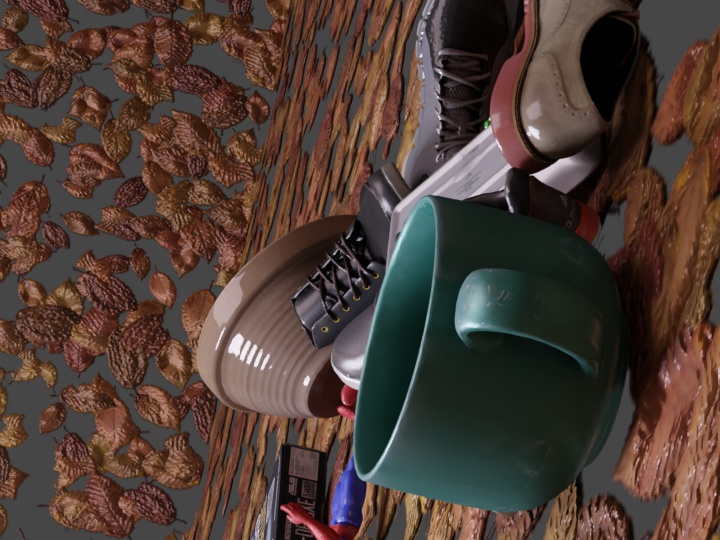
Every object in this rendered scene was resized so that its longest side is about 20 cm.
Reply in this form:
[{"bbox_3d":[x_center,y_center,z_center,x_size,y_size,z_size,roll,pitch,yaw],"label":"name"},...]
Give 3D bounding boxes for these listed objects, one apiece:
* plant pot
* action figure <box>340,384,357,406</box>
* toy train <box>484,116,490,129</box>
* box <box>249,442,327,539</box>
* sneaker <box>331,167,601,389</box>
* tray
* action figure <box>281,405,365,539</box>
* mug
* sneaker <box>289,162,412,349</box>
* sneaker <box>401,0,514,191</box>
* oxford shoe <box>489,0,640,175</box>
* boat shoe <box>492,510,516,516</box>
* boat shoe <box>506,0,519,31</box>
[{"bbox_3d":[-0.032,0.059,1.478,0.093,0.200,0.202,47,135,30],"label":"plant pot"},{"bbox_3d":[0.031,0.068,1.296,0.200,0.065,0.099,113,174,-51],"label":"action figure"},{"bbox_3d":[0.084,-0.012,1.163,0.056,0.041,0.201,-125,48,-65],"label":"toy train"},{"bbox_3d":[-0.077,0.293,1.687,0.201,0.049,0.158,-88,14,-51],"label":"box"},{"bbox_3d":[0.044,-0.003,1.015,0.200,0.082,0.077,-34,28,32],"label":"sneaker"},{"bbox_3d":[0.075,-0.052,1.089,0.200,0.022,0.108,-40,29,38],"label":"tray"},{"bbox_3d":[-0.036,0.189,1.396,0.065,0.098,0.201,115,163,-58],"label":"action figure"},{"bbox_3d":[0.072,0.052,0.884,0.185,0.114,0.153,-104,29,-70],"label":"mug"},{"bbox_3d":[0.000,0.000,1.321,0.075,0.106,0.200,60,168,26],"label":"sneaker"},{"bbox_3d":[0.079,-0.111,1.270,0.116,0.075,0.201,-106,20,-63],"label":"sneaker"},{"bbox_3d":[0.136,-0.141,1.005,0.075,0.070,0.201,-16,46,40],"label":"oxford shoe"},{"bbox_3d":[0.070,0.063,1.044,0.093,0.074,0.200,-58,24,11],"label":"boat shoe"},{"bbox_3d":[0.101,-0.256,1.301,0.201,0.070,0.091,110,165,-48],"label":"boat shoe"}]
